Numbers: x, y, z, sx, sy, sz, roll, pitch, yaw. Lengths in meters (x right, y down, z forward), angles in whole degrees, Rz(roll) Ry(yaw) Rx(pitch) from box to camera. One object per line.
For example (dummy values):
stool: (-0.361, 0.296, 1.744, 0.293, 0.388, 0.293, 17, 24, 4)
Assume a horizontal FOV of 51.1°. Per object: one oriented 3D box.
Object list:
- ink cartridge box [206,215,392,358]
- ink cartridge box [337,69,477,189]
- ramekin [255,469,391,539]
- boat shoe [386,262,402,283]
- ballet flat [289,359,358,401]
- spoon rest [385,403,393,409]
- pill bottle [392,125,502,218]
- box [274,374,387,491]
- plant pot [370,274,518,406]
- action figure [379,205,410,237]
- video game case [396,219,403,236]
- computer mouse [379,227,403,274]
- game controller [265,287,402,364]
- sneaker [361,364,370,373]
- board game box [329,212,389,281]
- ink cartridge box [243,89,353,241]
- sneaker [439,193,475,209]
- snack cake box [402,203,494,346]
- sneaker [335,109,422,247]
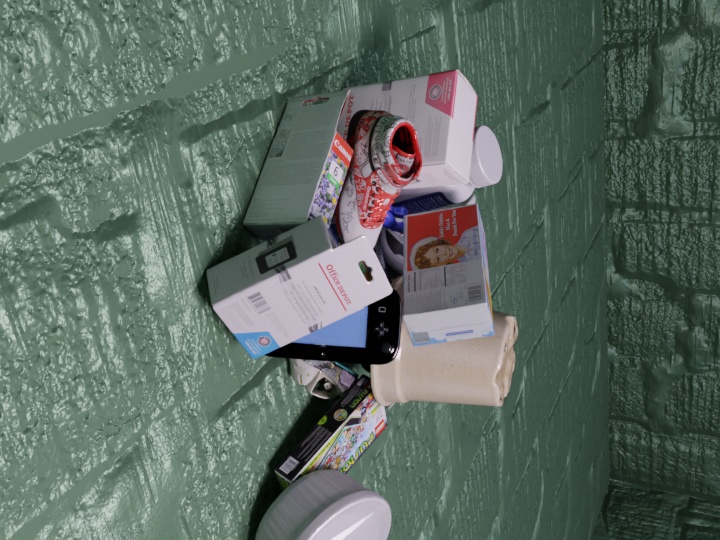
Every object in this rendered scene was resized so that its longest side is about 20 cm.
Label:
ink cartridge box: (-0.073, 0.014, 0.924, 0.067, 0.198, 0.116, -112, 176, -45)
ink cartridge box: (0.063, -0.203, 1.120, 0.083, 0.198, 0.148, 27, 66, -54)
ramekin: (-0.058, 0.372, 1.050, 0.201, 0.094, 0.204, -27, 134, -31)
boat shoe: (0.054, 0.018, 1.290, 0.200, 0.067, 0.073, -41, 131, -50)
ballet flat: (-0.064, 0.144, 1.099, 0.200, 0.071, 0.073, 49, 52, -51)
spoon rest: (0.094, 0.170, 1.375, 0.201, 0.060, 0.100, -61, 180, -40)
pill bottle: (0.118, -0.160, 1.198, 0.119, 0.198, 0.121, 19, 66, -51)
box: (-0.038, 0.261, 1.122, 0.200, 0.034, 0.111, -45, 142, -29)
plant pot: (0.134, 0.119, 1.125, 0.200, 0.181, 0.203, 8, 90, -69)
action figure: (0.028, -0.090, 1.124, 0.200, 0.051, 0.066, 36, 41, -50)
video game case: (0.028, -0.098, 1.273, 0.200, 0.017, 0.145, -42, 130, -52)
computer mouse: (0.090, 0.002, 1.247, 0.044, 0.200, 0.110, -46, 179, -3)
game controller: (-0.044, 0.066, 0.996, 0.042, 0.197, 0.106, -54, 147, -82)
sneaker: (0.051, 0.122, 1.311, 0.199, 0.080, 0.087, -15, 125, -56)
board game box: (0.000, 0.000, 1.119, 0.135, 0.034, 0.203, -24, 101, -66)
ink cartridge box: (-0.071, -0.137, 0.989, 0.050, 0.108, 0.202, 42, 58, -48)
sneaker: (0.178, -0.060, 1.491, 0.201, 0.073, 0.119, -51, 131, -31)
snack cake box: (0.120, 0.002, 1.057, 0.201, 0.114, 0.068, -86, 160, -44)
sneaker: (0.025, -0.107, 0.996, 0.067, 0.107, 0.204, -4, 106, -36)
